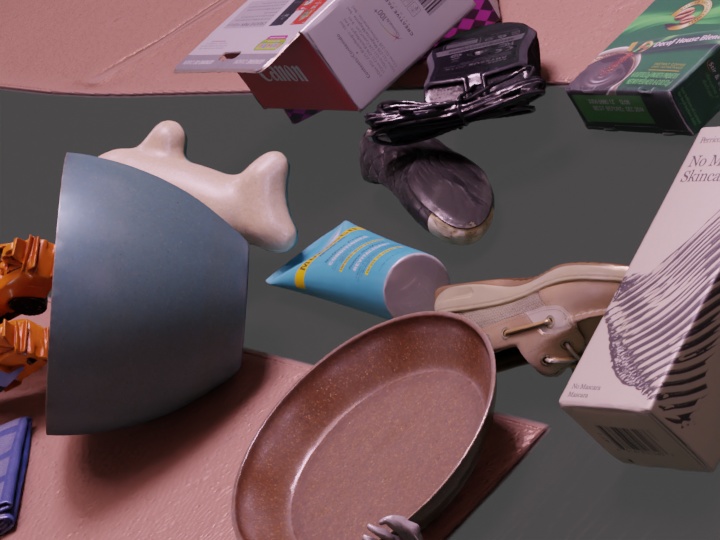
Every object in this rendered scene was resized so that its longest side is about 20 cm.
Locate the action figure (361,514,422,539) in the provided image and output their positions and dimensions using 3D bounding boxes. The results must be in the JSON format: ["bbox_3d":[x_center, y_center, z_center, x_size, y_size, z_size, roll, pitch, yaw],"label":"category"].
[{"bbox_3d":[0.016,0.194,1.390,0.200,0.102,0.119,-6,48,41],"label":"action figure"}]

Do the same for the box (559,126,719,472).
[{"bbox_3d":[0.200,0.014,1.482,0.082,0.068,0.200,0,55,51],"label":"box"}]

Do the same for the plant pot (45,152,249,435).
[{"bbox_3d":[-0.149,0.021,1.824,0.134,0.201,0.200,4,28,-4],"label":"plant pot"}]

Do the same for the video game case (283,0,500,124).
[{"bbox_3d":[0.022,-0.219,2.199,0.200,0.036,0.181,-26,27,14],"label":"video game case"}]

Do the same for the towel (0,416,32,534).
[{"bbox_3d":[-0.333,0.186,1.899,0.200,0.024,0.147,-26,24,10],"label":"towel"}]

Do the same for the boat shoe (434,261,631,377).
[{"bbox_3d":[0.127,0.035,1.598,0.200,0.072,0.065,-8,74,41],"label":"boat shoe"}]

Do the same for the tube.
[{"bbox_3d":[0.000,0.000,1.829,0.077,0.050,0.200,-32,19,-17],"label":"tube"}]

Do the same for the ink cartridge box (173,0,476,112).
[{"bbox_3d":[-0.033,-0.184,2.040,0.176,0.084,0.200,-43,19,-15],"label":"ink cartridge box"}]

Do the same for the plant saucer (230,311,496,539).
[{"bbox_3d":[0.009,0.113,1.592,0.200,0.037,0.201,-28,33,20],"label":"plant saucer"}]

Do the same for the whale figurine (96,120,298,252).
[{"bbox_3d":[-0.130,-0.034,1.961,0.199,0.160,0.104,-13,-11,25],"label":"whale figurine"}]

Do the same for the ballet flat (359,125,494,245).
[{"bbox_3d":[0.050,-0.059,1.882,0.066,0.057,0.200,-2,23,-17],"label":"ballet flat"}]

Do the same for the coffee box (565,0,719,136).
[{"bbox_3d":[0.252,-0.174,1.842,0.200,0.044,0.123,-43,26,-22],"label":"coffee box"}]

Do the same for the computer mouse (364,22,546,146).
[{"bbox_3d":[0.086,-0.133,1.926,0.138,0.053,0.200,-11,19,16],"label":"computer mouse"}]

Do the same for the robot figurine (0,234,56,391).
[{"bbox_3d":[-0.303,0.049,1.997,0.200,0.058,0.145,-26,51,44],"label":"robot figurine"}]
